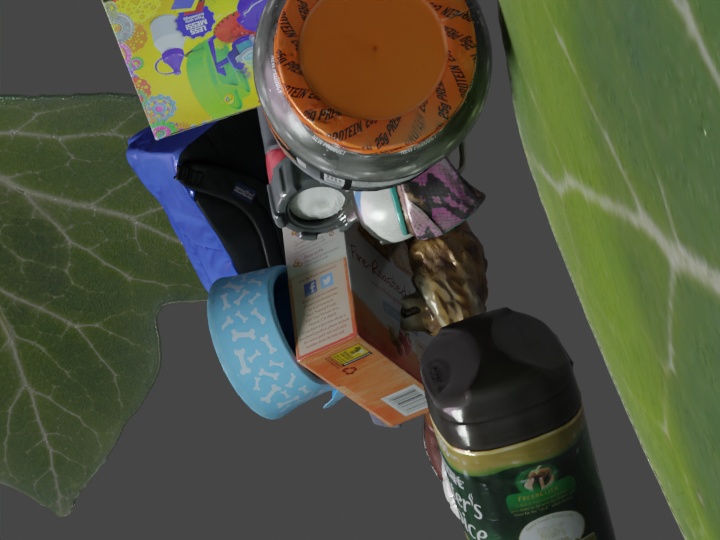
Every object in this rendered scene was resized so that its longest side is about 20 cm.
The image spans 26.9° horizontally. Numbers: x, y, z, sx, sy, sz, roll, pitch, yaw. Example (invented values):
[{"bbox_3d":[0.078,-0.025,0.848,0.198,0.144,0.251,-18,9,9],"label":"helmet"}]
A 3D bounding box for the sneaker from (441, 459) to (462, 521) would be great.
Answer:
[{"bbox_3d":[0.098,0.097,1.195,0.080,0.073,0.201,-42,56,57],"label":"sneaker"}]

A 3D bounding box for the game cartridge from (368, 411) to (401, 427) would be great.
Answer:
[{"bbox_3d":[0.036,0.027,1.283,0.130,0.038,0.201,61,-141,-74],"label":"game cartridge"}]

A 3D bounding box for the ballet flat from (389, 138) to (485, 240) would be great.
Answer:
[{"bbox_3d":[0.022,-0.119,0.938,0.069,0.071,0.201,29,-142,-87],"label":"ballet flat"}]

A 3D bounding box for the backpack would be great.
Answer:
[{"bbox_3d":[-0.086,-0.064,1.278,0.168,0.162,0.200,18,143,57],"label":"backpack"}]

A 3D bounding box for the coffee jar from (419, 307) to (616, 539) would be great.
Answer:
[{"bbox_3d":[0.097,0.126,0.878,0.104,0.085,0.201,-111,4,-67],"label":"coffee jar"}]

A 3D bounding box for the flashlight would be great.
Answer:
[{"bbox_3d":[-0.045,-0.117,1.108,0.068,0.067,0.201,109,157,-48],"label":"flashlight"}]

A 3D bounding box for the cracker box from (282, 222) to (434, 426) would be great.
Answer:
[{"bbox_3d":[0.000,0.000,1.140,0.134,0.058,0.201,39,-146,-48],"label":"cracker box"}]

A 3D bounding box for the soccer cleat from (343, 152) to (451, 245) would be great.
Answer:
[{"bbox_3d":[0.031,-0.107,1.048,0.070,0.086,0.201,31,-141,-36],"label":"soccer cleat"}]

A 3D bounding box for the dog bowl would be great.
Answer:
[{"bbox_3d":[-0.043,0.047,1.139,0.200,0.049,0.112,-1,-111,-66],"label":"dog bowl"}]

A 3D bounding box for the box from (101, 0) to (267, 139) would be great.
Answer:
[{"bbox_3d":[-0.079,-0.220,1.052,0.122,0.199,0.193,74,177,-46],"label":"box"}]

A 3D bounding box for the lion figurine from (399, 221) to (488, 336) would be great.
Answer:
[{"bbox_3d":[0.054,-0.038,1.135,0.200,0.072,0.123,-84,-30,-57],"label":"lion figurine"}]

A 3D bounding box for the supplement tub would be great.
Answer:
[{"bbox_3d":[0.005,-0.106,0.805,0.200,0.122,0.123,-174,66,-88],"label":"supplement tub"}]

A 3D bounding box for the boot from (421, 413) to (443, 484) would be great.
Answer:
[{"bbox_3d":[0.114,0.168,1.564,0.200,0.068,0.189,-147,51,-79],"label":"boot"}]
